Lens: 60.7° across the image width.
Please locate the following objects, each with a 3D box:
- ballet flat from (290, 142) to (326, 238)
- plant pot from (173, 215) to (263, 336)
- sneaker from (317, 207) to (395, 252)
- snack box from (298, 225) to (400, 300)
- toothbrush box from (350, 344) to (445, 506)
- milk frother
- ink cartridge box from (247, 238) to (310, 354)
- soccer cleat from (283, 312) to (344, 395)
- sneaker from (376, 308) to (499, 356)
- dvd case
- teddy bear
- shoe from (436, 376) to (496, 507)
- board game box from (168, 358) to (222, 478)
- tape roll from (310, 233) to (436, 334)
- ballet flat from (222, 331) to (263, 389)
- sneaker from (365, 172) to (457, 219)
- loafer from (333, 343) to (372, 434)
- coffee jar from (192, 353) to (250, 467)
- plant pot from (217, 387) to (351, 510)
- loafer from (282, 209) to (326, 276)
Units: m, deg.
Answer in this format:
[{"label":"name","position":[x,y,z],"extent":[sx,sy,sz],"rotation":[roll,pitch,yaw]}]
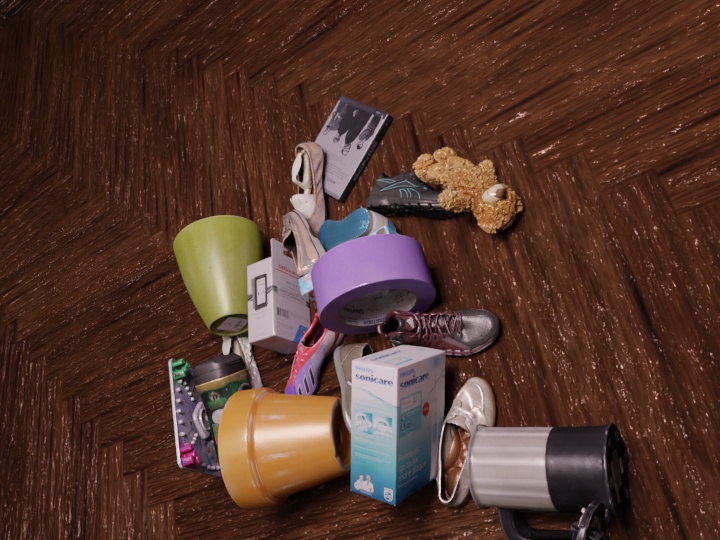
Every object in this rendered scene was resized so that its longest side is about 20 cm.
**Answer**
[{"label":"ballet flat","position":[-0.112,-0.165,1.256],"extent":[0.068,0.067,0.201],"rotation":[-9,81,42]},{"label":"plant pot","position":[-0.273,0.024,1.248],"extent":[0.187,0.187,0.201],"rotation":[-32,57,22]},{"label":"sneaker","position":[-0.017,-0.061,1.174],"extent":[0.200,0.081,0.077],"rotation":[-11,68,53]},{"label":"snack box","position":[0.000,0.000,1.109],"extent":[0.200,0.116,0.037],"rotation":[-31,58,23]},{"label":"toothbrush box","position":[0.059,0.225,0.931],"extent":[0.085,0.146,0.201],"rotation":[3,94,36]},{"label":"milk frother","position":[0.230,0.288,0.790],"extent":[0.188,0.200,0.181],"rotation":[-11,71,33]},{"label":"ink cartridge box","position":[-0.160,0.052,1.204],"extent":[0.068,0.116,0.201],"rotation":[-19,62,28]},{"label":"soccer cleat","position":[-0.100,0.168,1.146],"extent":[0.068,0.073,0.200],"rotation":[30,92,39]},{"label":"sneaker","position":[0.115,0.096,0.993],"extent":[0.199,0.115,0.076],"rotation":[-13,66,32]},{"label":"dvd case","position":[-0.037,-0.258,1.288],"extent":[0.150,0.025,0.200],"rotation":[34,96,38]},{"label":"teddy bear","position":[0.181,-0.149,1.034],"extent":[0.200,0.145,0.067],"rotation":[60,144,39]},{"label":"shoe","position":[0.159,0.261,0.940],"extent":[0.070,0.053,0.201],"rotation":[7,78,37]},{"label":"board game box","position":[-0.294,0.284,1.169],"extent":[0.026,0.200,0.201],"rotation":[-18,62,8]},{"label":"tape roll","position":[0.021,0.028,1.031],"extent":[0.200,0.200,0.085],"rotation":[-27,60,25]},{"label":"ballet flat","position":[-0.249,0.195,1.249],"extent":[0.072,0.072,0.201],"rotation":[-31,59,23]},{"label":"sneaker","position":[0.096,-0.142,1.119],"extent":[0.199,0.075,0.080],"rotation":[9,77,37]},{"label":"loafer","position":[0.009,0.210,1.052],"extent":[0.070,0.075,0.201],"rotation":[-30,61,23]},{"label":"coffee jar","position":[-0.244,0.259,1.155],"extent":[0.085,0.104,0.201],"rotation":[-19,86,17]},{"label":"plant pot","position":[-0.113,0.292,1.049],"extent":[0.183,0.200,0.201],"rotation":[-13,65,15]},{"label":"loafer","position":[-0.121,-0.054,1.181],"extent":[0.063,0.072,0.200],"rotation":[-17,39,-18]}]
